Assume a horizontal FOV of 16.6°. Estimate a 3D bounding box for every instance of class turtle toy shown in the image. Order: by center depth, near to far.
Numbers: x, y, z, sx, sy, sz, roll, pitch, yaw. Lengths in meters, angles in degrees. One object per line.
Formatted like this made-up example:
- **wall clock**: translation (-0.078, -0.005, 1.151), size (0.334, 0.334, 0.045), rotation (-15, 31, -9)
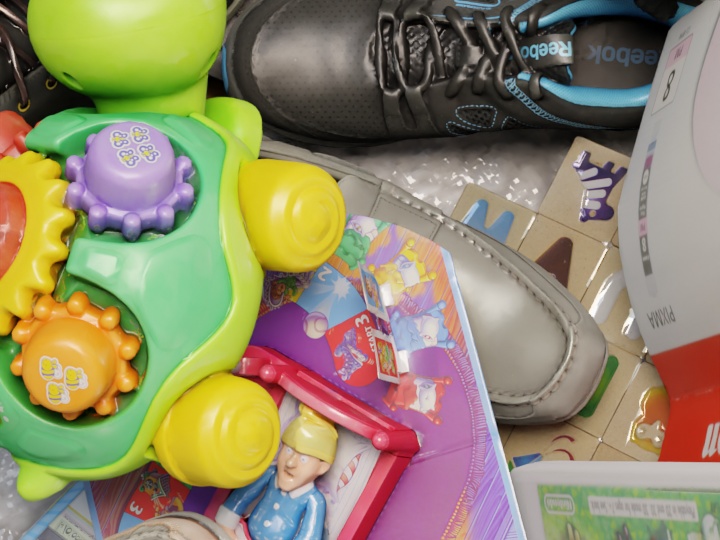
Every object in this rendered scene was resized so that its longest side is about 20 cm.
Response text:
- **turtle toy**: translation (-0.087, -0.019, 0.840), size (0.146, 0.101, 0.200), rotation (7, 77, 47)

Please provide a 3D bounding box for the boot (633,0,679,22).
- **boot**: translation (0.139, -0.164, 0.877), size (0.198, 0.073, 0.163), rotation (33, 97, -11)

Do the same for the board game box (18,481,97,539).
- **board game box**: translation (-0.059, 0.171, 0.900), size (0.134, 0.034, 0.200), rotation (-45, 69, -8)

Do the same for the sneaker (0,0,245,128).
- **sneaker**: translation (-0.107, -0.094, 0.910), size (0.075, 0.106, 0.200), rotation (46, 106, 1)

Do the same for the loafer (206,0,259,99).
- **loafer**: translation (-0.108, -0.095, 0.992), size (0.199, 0.073, 0.072), rotation (2, 74, 12)

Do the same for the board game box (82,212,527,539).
- **board game box**: translation (-0.030, 0.077, 0.860), size (0.158, 0.039, 0.200), rotation (-18, 78, 17)

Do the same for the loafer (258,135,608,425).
- **loafer**: translation (0.000, 0.000, 0.915), size (0.200, 0.070, 0.070), rotation (24, 86, 32)

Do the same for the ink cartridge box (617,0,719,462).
- **ink cartridge box**: translation (0.119, -0.002, 0.800), size (0.057, 0.163, 0.200), rotation (23, 77, -8)

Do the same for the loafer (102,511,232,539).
- **loafer**: translation (-0.121, 0.159, 0.847), size (0.200, 0.063, 0.072), rotation (-42, 73, 19)

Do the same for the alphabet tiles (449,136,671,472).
- **alphabet tiles**: translation (0.075, 0.056, 0.904), size (0.166, 0.006, 0.200), rotation (26, 87, 30)

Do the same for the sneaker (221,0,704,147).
- **sneaker**: translation (0.047, -0.087, 0.933), size (0.199, 0.082, 0.073), rotation (-4, 91, -2)

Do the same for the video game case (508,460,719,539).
- **video game case**: translation (0.103, 0.151, 0.770), size (0.022, 0.200, 0.183), rotation (-9, 89, -18)
